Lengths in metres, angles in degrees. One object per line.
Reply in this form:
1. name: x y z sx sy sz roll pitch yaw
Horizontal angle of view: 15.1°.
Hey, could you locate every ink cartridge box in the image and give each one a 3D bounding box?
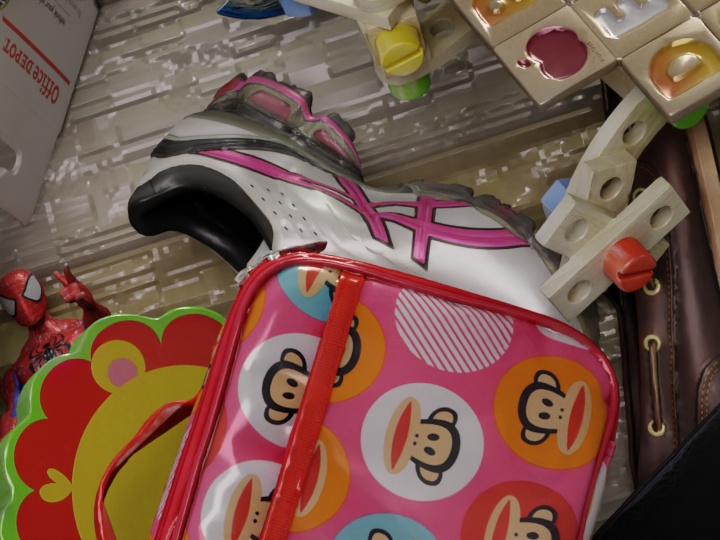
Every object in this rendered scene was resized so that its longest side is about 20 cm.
1. ink cartridge box: -0.154 -0.131 1.139 0.068 0.116 0.200 14 80 14

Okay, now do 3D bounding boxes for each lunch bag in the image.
1. lunch bag: -0.009 0.097 0.992 0.176 0.082 0.200 17 73 -3

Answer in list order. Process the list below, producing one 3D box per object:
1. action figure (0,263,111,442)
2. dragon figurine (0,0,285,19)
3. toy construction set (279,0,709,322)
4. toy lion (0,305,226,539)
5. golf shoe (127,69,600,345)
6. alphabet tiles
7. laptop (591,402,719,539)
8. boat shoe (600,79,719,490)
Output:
1. action figure: -0.103 0.078 1.096 0.065 0.099 0.200 -31 71 2
2. dragon figurine: -0.046 -0.142 1.103 0.099 0.059 0.200 37 43 28
3. toy construction set: 0.065 -0.083 1.040 0.131 0.092 0.200 -31 63 -13
4. toy lion: -0.045 0.113 1.045 0.192 0.069 0.200 -4 78 -19
5. golf shoe: 0.000 0.000 1.088 0.200 0.073 0.092 29 52 22
6. alphabet tiles: 0.124 -0.140 1.011 0.200 0.006 0.166 -31 55 -8
7. laptop: 0.230 0.074 1.045 0.187 0.116 0.200 40 59 -3
8. boat shoe: 0.116 -0.010 1.083 0.070 0.070 0.200 -13 76 4
